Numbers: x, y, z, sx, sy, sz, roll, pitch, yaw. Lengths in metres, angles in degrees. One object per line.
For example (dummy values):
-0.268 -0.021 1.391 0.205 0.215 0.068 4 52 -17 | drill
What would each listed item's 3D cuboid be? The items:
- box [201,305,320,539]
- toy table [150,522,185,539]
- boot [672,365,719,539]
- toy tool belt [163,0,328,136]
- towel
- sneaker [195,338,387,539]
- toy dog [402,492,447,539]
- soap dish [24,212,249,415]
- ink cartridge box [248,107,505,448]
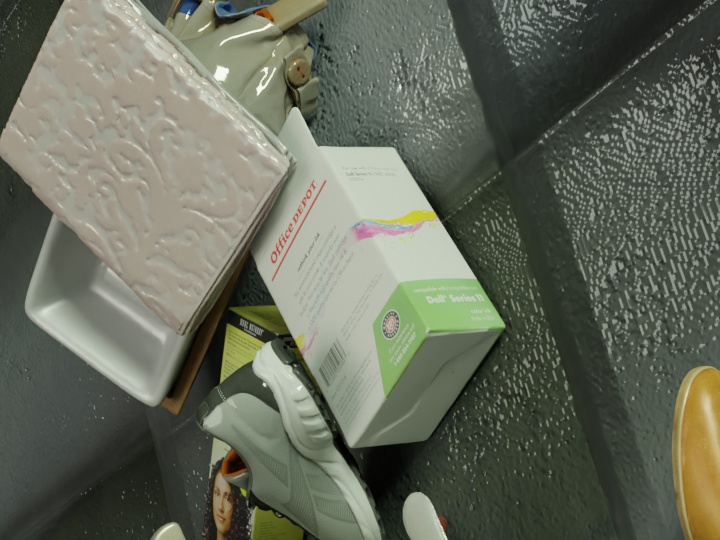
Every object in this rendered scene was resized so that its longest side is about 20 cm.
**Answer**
-0.072 0.132 1.048 0.075 0.050 0.202 20 106 52 | box
-0.152 0.301 1.071 0.184 0.116 0.202 -5 106 67 | toy table
0.224 0.130 0.638 0.143 0.070 0.203 -21 77 46 | boot
-0.106 -0.164 1.055 0.199 0.125 0.124 21 80 50 | toy tool belt
-0.152 -0.078 0.985 0.200 0.032 0.191 45 131 8 | towel
-0.041 0.132 0.923 0.201 0.079 0.074 62 176 -36 | sneaker
0.058 0.183 0.840 0.199 0.132 0.097 -2 50 49 | toy dog
-0.162 -0.011 1.099 0.157 0.081 0.201 34 122 11 | soap dish
0.000 0.000 0.932 0.201 0.067 0.118 60 136 32 | ink cartridge box
